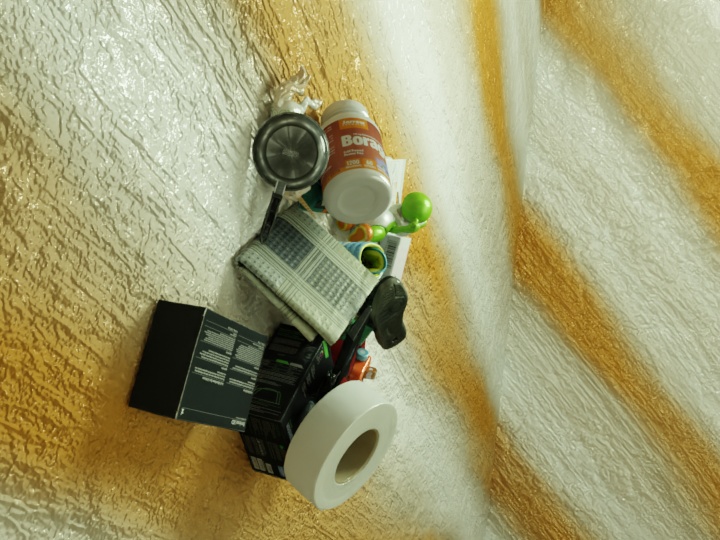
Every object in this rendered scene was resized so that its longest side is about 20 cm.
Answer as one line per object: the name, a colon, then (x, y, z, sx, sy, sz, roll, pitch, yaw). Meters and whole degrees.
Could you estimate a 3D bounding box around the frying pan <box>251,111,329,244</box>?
frying pan: (-0.125, -0.144, 1.229, 0.191, 0.115, 0.031, -50, -167, 1)

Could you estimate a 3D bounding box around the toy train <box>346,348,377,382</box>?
toy train: (-0.015, 0.248, 1.496, 0.150, 0.055, 0.202, -55, 163, -59)

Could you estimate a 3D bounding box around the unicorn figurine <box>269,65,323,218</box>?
unicorn figurine: (-0.101, -0.197, 1.289, 0.138, 0.073, 0.202, -53, 131, -50)

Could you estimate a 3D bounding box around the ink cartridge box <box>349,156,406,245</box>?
ink cartridge box: (0.035, -0.132, 1.708, 0.173, 0.043, 0.203, -20, 118, -68)

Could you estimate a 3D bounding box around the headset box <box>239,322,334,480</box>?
headset box: (-0.116, 0.214, 1.397, 0.175, 0.092, 0.201, 82, 27, -43)

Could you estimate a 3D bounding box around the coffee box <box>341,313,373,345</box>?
coffee box: (-0.063, 0.063, 1.417, 0.044, 0.123, 0.200, -49, 158, 5)

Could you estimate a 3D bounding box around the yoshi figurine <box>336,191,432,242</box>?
yoshi figurine: (0.060, -0.107, 1.592, 0.199, 0.111, 0.114, -13, 104, -40)

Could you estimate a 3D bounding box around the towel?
towel: (-0.079, 0.007, 1.303, 0.035, 0.200, 0.193, -46, -176, 38)

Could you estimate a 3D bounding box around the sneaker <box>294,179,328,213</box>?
sneaker: (-0.045, -0.130, 1.435, 0.200, 0.079, 0.072, -9, 108, -69)

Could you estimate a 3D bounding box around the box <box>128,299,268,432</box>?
box: (-0.210, 0.133, 1.126, 0.200, 0.078, 0.143, 42, 57, -67)

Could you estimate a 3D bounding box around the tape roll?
tape roll: (-0.030, 0.281, 1.349, 0.202, 0.070, 0.204, -38, 146, -32)

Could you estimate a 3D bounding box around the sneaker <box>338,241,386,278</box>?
sneaker: (0.000, 0.000, 1.539, 0.200, 0.129, 0.081, 33, 61, -66)

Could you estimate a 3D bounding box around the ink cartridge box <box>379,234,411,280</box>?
ink cartridge box: (0.078, 0.008, 1.777, 0.200, 0.057, 0.165, 4, 100, -65)

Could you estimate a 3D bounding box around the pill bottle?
pill bottle: (-0.015, -0.183, 1.369, 0.113, 0.111, 0.202, 75, 4, -50)

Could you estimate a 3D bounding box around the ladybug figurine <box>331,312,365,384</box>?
ladybug figurine: (-0.038, 0.157, 1.573, 0.135, 0.071, 0.202, -9, 113, -66)

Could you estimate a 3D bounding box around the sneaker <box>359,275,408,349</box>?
sneaker: (0.031, 0.052, 1.502, 0.076, 0.115, 0.200, -31, 153, -12)

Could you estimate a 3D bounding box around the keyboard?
keyboard: (-0.031, 0.148, 1.339, 0.128, 0.020, 0.201, -58, 172, -36)
